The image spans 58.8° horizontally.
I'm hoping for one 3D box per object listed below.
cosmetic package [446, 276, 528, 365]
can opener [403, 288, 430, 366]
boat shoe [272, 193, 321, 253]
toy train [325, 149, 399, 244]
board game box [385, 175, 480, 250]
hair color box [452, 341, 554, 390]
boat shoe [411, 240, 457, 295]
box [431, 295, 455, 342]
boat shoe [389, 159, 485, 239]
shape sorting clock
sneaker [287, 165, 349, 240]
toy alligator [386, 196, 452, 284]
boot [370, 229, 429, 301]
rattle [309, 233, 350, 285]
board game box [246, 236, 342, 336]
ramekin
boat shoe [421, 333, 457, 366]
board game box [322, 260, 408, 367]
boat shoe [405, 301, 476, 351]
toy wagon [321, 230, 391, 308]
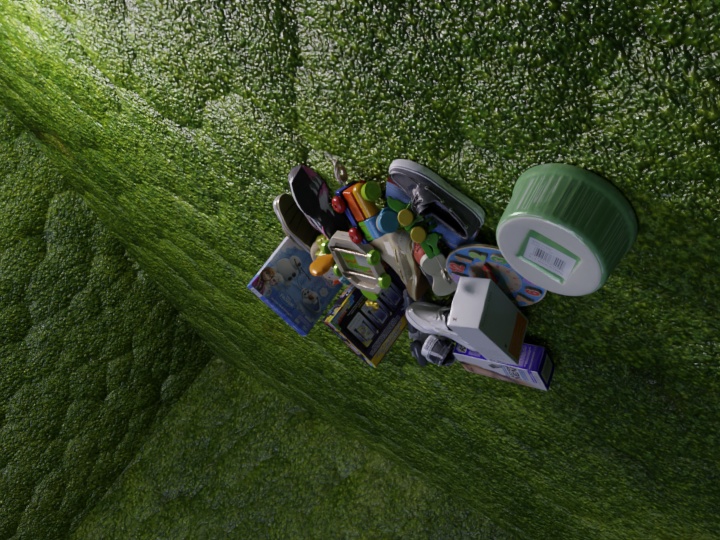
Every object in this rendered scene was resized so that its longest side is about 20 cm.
[{"bbox_3d":[0.252,0.101,1.245,0.070,0.103,0.199,4,157,39],"label":"cosmetic package"},{"bbox_3d":[0.140,0.135,1.505,0.067,0.052,0.203,-110,7,-56],"label":"can opener"},{"bbox_3d":[-0.162,-0.108,1.585,0.068,0.075,0.201,6,143,41],"label":"boat shoe"},{"bbox_3d":[-0.002,-0.153,1.244,0.202,0.084,0.115,61,156,-11],"label":"toy train"},{"bbox_3d":[0.135,-0.102,1.229,0.198,0.020,0.103,31,155,15],"label":"board game box"},{"bbox_3d":[0.317,0.198,1.417,0.197,0.066,0.109,11,156,35],"label":"hair color box"},{"bbox_3d":[0.156,-0.010,1.311,0.063,0.071,0.200,60,-172,33],"label":"boat shoe"},{"bbox_3d":[0.231,0.108,1.464,0.110,0.035,0.200,41,157,-8],"label":"box"},{"bbox_3d":[0.126,-0.123,1.143,0.199,0.067,0.070,35,157,6],"label":"boat shoe"},{"bbox_3d":[0.256,0.014,1.219,0.197,0.040,0.201,24,155,12],"label":"shape sorting clock"},{"bbox_3d":[-0.110,-0.147,1.440,0.086,0.080,0.202,25,150,52],"label":"sneaker"},{"bbox_3d":[0.126,-0.069,1.188,0.201,0.054,0.059,53,-164,3],"label":"toy alligator"},{"bbox_3d":[0.073,-0.028,1.391,0.154,0.073,0.201,24,152,28],"label":"boot"},{"bbox_3d":[-0.063,0.017,1.571,0.128,0.145,0.202,-3,138,-7],"label":"rattle"},{"bbox_3d":[-0.163,0.030,1.686,0.200,0.200,0.043,43,155,-14],"label":"board game box"},{"bbox_3d":[0.303,-0.054,0.968,0.198,0.098,0.201,31,156,15],"label":"ramekin"},{"bbox_3d":[0.195,0.191,1.488,0.067,0.072,0.200,30,176,19],"label":"boat shoe"},{"bbox_3d":[0.031,0.098,1.523,0.165,0.201,0.056,46,162,-19],"label":"board game box"},{"bbox_3d":[0.191,0.107,1.398,0.197,0.074,0.066,18,149,17],"label":"boat shoe"},{"bbox_3d":[0.000,0.000,1.410,0.154,0.040,0.202,15,143,42],"label":"toy wagon"}]
